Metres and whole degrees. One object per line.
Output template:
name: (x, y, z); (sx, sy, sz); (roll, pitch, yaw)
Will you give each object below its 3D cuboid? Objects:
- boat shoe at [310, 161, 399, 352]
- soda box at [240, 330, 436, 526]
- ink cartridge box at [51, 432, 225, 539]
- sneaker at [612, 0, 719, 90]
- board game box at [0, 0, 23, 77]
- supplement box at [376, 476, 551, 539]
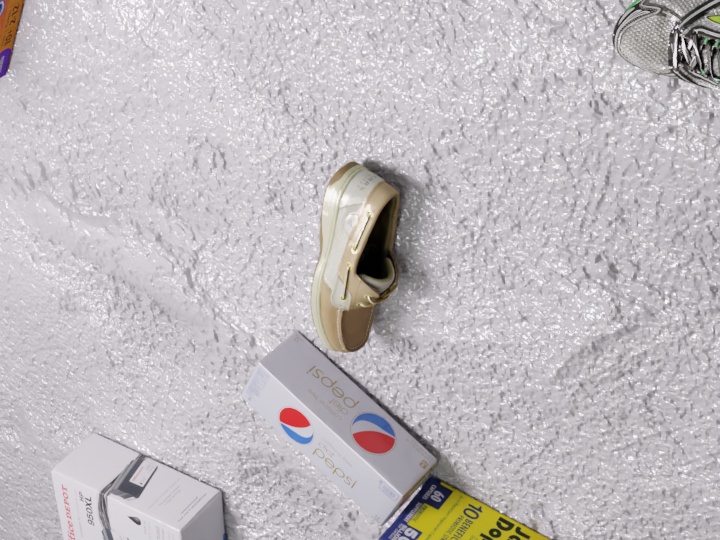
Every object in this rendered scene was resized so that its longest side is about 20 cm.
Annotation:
boat shoe: (0.000, 0.000, 1.405); (0.066, 0.074, 0.201); (25, 132, 29)
soda box: (-0.022, 0.159, 1.533); (0.200, 0.068, 0.064); (42, 137, 10)
ink cartridge box: (-0.264, 0.303, 1.816); (0.199, 0.084, 0.146); (19, 129, 27)
sneaker: (0.269, -0.159, 1.076); (0.199, 0.085, 0.079); (12, 126, 33)
board game box: (-0.468, -0.280, 1.481); (0.199, 0.200, 0.200); (38, 136, 9)
supplement box: (0.120, 0.316, 1.508); (0.199, 0.109, 0.110); (25, 132, 21)
